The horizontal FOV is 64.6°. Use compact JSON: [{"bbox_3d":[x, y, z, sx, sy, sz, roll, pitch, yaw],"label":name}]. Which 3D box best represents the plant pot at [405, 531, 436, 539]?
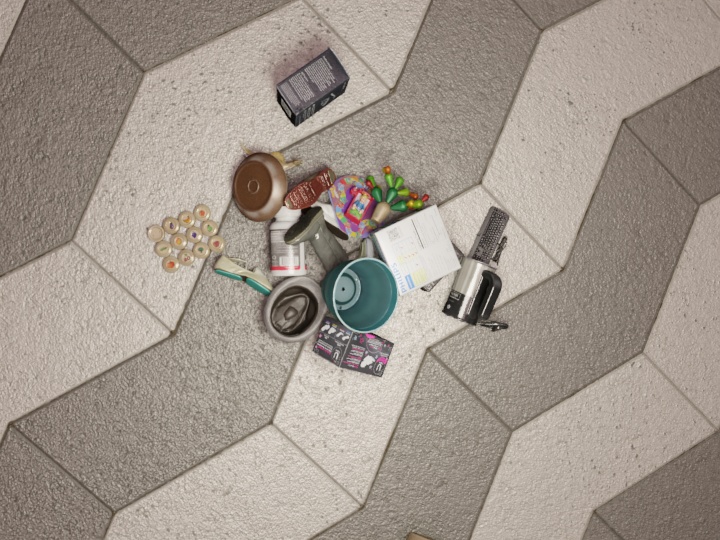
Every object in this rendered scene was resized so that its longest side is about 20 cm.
[{"bbox_3d":[0.182,0.909,1.740,0.197,0.200,0.177,21,72,-8],"label":"plant pot"}]

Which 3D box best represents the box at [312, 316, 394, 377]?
[{"bbox_3d":[-0.020,0.227,1.672,0.199,0.131,0.117,25,86,-47],"label":"box"}]

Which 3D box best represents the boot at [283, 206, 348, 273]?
[{"bbox_3d":[-0.124,-0.062,1.670,0.182,0.072,0.202,-45,129,-34],"label":"boot"}]

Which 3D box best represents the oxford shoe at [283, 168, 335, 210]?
[{"bbox_3d":[-0.159,-0.234,1.684,0.199,0.074,0.071,-37,114,-35],"label":"oxford shoe"}]

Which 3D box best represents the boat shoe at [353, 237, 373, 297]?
[{"bbox_3d":[0.000,0.000,1.744,0.061,0.072,0.204,6,93,-10],"label":"boat shoe"}]

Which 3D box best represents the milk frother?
[{"bbox_3d":[0.382,0.081,1.772,0.198,0.179,0.191,17,96,-48],"label":"milk frother"}]

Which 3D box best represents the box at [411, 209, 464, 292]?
[{"bbox_3d":[0.190,-0.062,1.761,0.200,0.086,0.164,45,85,-7],"label":"box"}]

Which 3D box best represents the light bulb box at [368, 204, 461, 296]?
[{"bbox_3d":[0.154,-0.058,1.649,0.197,0.125,0.201,-24,95,-7],"label":"light bulb box"}]

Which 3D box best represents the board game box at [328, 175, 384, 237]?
[{"bbox_3d":[-0.006,-0.201,1.715,0.155,0.039,0.204,-11,78,-27],"label":"board game box"}]

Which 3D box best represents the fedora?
[{"bbox_3d":[-0.198,0.119,1.707,0.176,0.090,0.201,38,79,-8],"label":"fedora"}]

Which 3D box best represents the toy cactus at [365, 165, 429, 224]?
[{"bbox_3d":[0.088,-0.211,1.678,0.198,0.102,0.166,31,75,7],"label":"toy cactus"}]

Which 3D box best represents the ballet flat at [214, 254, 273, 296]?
[{"bbox_3d":[-0.338,0.009,1.704,0.197,0.069,0.071,25,88,-7],"label":"ballet flat"}]

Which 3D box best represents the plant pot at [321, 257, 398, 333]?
[{"bbox_3d":[-0.021,0.059,1.617,0.196,0.187,0.205,-2,96,-25],"label":"plant pot"}]

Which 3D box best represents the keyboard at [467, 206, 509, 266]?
[{"bbox_3d":[0.423,-0.096,1.818,0.103,0.040,0.203,25,89,-7],"label":"keyboard"}]

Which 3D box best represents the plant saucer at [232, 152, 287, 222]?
[{"bbox_3d":[-0.304,-0.244,1.661,0.197,0.037,0.205,1,93,26],"label":"plant saucer"}]

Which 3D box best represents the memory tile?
[{"bbox_3d":[-0.517,-0.096,1.696,0.197,0.017,0.156,-25,94,-6],"label":"memory tile"}]

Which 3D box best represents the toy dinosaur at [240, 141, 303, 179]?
[{"bbox_3d":[-0.274,-0.316,1.717,0.196,0.058,0.103,13,73,-3],"label":"toy dinosaur"}]

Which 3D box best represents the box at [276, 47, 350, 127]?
[{"bbox_3d":[-0.141,-0.535,1.676,0.199,0.148,0.105,-37,95,-7],"label":"box"}]

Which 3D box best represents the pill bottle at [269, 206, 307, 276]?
[{"bbox_3d":[-0.214,-0.087,1.692,0.108,0.111,0.204,-1,91,-8],"label":"pill bottle"}]

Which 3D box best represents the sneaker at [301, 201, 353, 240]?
[{"bbox_3d":[-0.100,-0.176,1.738,0.198,0.073,0.085,35,60,-4],"label":"sneaker"}]
